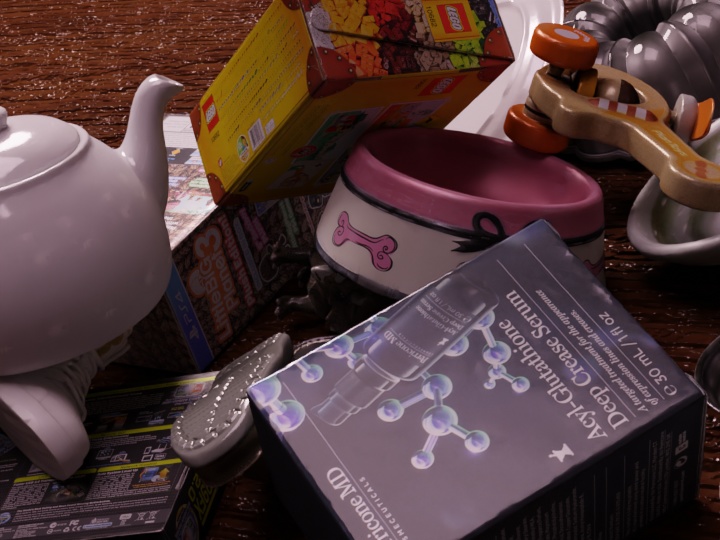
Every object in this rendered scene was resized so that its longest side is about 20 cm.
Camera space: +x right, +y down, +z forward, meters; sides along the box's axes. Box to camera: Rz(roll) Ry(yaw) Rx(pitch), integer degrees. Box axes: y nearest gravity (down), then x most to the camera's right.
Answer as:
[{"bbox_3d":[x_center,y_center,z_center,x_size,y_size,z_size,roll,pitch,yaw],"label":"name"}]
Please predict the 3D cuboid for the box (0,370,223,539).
[{"bbox_3d":[-0.186,0.140,1.115,0.198,0.045,0.161,-9,31,18],"label":"box"}]

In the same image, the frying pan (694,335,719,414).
[{"bbox_3d":[0.278,0.041,1.004,0.189,0.031,0.115,-33,32,-27],"label":"frying pan"}]

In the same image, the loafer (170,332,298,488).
[{"bbox_3d":[-0.058,0.091,1.041,0.075,0.070,0.200,-33,5,13],"label":"loafer"}]

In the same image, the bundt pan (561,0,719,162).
[{"bbox_3d":[0.224,-0.172,1.317,0.201,0.076,0.202,-24,27,13],"label":"bundt pan"}]

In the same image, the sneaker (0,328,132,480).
[{"bbox_3d":[-0.196,0.060,1.136,0.115,0.074,0.200,-33,30,-17],"label":"sneaker"}]

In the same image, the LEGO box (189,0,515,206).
[{"bbox_3d":[-0.011,-0.125,1.184,0.148,0.078,0.200,-9,-18,-30],"label":"LEGO box"}]

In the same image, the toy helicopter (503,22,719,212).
[{"bbox_3d":[0.191,-0.090,1.136,0.131,0.079,0.200,4,28,-26],"label":"toy helicopter"}]

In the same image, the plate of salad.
[{"bbox_3d":[0.100,-0.134,1.322,0.200,0.048,0.201,-47,27,32],"label":"plate of salad"}]

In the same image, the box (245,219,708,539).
[{"bbox_3d":[0.063,0.094,0.929,0.199,0.107,0.149,-30,54,-14],"label":"box"}]

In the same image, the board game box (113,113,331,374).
[{"bbox_3d":[-0.137,-0.026,1.306,0.159,0.097,0.200,6,39,38],"label":"board game box"}]

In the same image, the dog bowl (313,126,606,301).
[{"bbox_3d":[0.072,-0.036,1.127,0.198,0.074,0.200,9,19,-3],"label":"dog bowl"}]

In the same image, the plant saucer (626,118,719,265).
[{"bbox_3d":[0.271,-0.057,1.121,0.199,0.050,0.200,-32,18,11],"label":"plant saucer"}]

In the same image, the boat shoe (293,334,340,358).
[{"bbox_3d":[0.027,0.059,1.100,0.199,0.061,0.074,8,39,40],"label":"boat shoe"}]

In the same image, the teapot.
[{"bbox_3d":[-0.226,-0.033,1.106,0.196,0.147,0.200,-3,27,25],"label":"teapot"}]

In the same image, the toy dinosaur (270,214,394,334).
[{"bbox_3d":[0.000,0.000,1.221,0.102,0.078,0.200,11,21,22],"label":"toy dinosaur"}]
